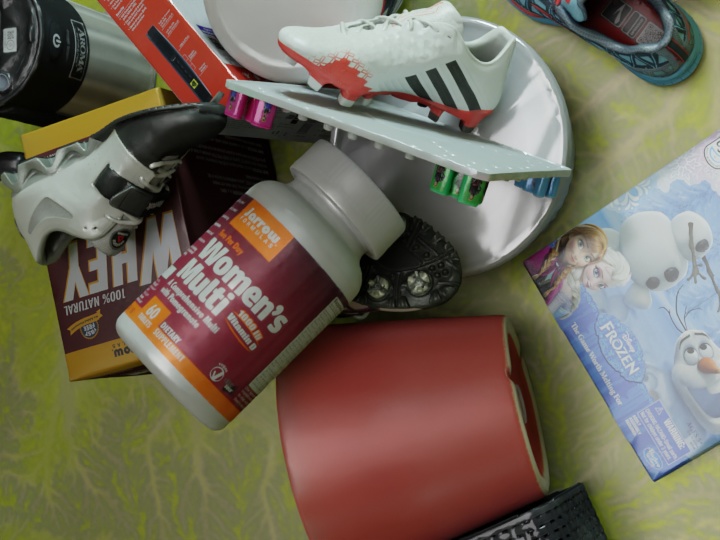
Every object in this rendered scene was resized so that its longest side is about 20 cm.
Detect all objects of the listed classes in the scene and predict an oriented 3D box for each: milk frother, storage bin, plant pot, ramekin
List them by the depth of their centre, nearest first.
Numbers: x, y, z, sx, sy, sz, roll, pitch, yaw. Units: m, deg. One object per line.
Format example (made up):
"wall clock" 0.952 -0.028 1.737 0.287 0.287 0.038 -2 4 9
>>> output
"storage bin" 0.094 0.250 1.081 0.199 0.135 0.095 -27 80 19
"plant pot" 0.046 0.124 1.087 0.175 0.200 0.203 -14 83 12
"ramekin" 0.082 -0.096 1.123 0.200 0.094 0.205 -1 88 22
"milk frother" -0.320 -0.169 1.239 0.198 0.188 0.183 19 94 22

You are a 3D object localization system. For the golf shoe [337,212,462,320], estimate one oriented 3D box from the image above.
"golf shoe" 0.000 0.000 1.083 0.198 0.088 0.078 6 69 34

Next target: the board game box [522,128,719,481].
"board game box" 0.258 0.025 1.074 0.198 0.043 0.201 -35 76 16

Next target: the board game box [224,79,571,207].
"board game box" 0.030 -0.090 0.986 0.198 0.200 0.026 22 103 21

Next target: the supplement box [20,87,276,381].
"supplement box" -0.157 -0.024 1.162 0.131 0.197 0.202 -15 83 20

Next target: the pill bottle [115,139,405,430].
"pill bottle" -0.068 0.008 0.991 0.200 0.110 0.109 -45 72 -6

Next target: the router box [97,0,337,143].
"router box" -0.112 -0.187 1.147 0.049 0.199 0.180 -46 73 21

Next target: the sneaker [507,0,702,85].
"sneaker" 0.177 -0.222 1.088 0.199 0.095 0.080 33 99 20

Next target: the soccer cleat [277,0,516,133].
"soccer cleat" 0.029 -0.158 0.997 0.069 0.198 0.086 51 122 45

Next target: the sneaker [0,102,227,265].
"sneaker" -0.172 -0.061 1.029 0.198 0.074 0.090 -22 80 28

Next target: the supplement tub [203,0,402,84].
"supplement tub" -0.035 -0.237 1.102 0.139 0.200 0.142 4 113 10
